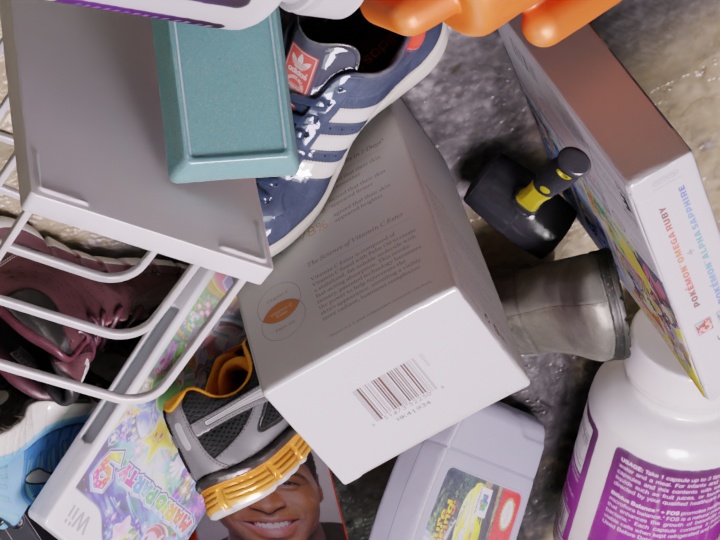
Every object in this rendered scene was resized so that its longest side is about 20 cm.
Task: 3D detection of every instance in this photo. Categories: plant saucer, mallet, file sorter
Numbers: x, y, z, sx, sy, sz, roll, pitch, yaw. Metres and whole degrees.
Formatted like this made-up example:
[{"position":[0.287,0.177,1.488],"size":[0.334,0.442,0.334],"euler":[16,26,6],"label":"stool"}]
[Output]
[{"position":[-0.075,-0.146,1.274],"size":[0.070,0.201,0.019],"euler":[-5,169,-15],"label":"plant saucer"},{"position":[0.097,-0.054,1.413],"size":[0.041,0.066,0.200],"euler":[-53,174,-9],"label":"mallet"},{"position":[-0.150,-0.049,1.324],"size":[0.139,0.200,0.125],"euler":[19,128,-28],"label":"file sorter"}]

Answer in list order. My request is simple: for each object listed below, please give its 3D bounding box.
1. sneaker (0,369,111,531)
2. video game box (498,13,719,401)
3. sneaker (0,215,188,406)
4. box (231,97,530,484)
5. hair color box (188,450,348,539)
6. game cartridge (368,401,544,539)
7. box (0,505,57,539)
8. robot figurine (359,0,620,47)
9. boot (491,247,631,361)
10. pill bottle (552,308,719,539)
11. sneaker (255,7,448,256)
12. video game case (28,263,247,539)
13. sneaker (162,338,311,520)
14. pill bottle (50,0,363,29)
[{"position":[-0.209,0.106,1.452],"size":[0.200,0.078,0.090],"euler":[-16,127,-57],"label":"sneaker"},{"position":[0.152,-0.050,1.400],"size":[0.047,0.200,0.182],"euler":[-26,133,-3],"label":"video game box"},{"position":[-0.156,0.044,1.457],"size":[0.200,0.116,0.076],"euler":[15,125,-26],"label":"sneaker"},{"position":[0.000,0.000,1.403],"size":[0.124,0.200,0.098],"euler":[-29,133,11],"label":"box"},{"position":[-0.061,0.186,1.550],"size":[0.101,0.200,0.061],"euler":[0,130,-16],"label":"hair color box"},{"position":[0.053,0.177,1.589],"size":[0.133,0.041,0.201],"euler":[24,82,-52],"label":"game cartridge"},{"position":[-0.286,0.140,1.531],"size":[0.141,0.079,0.200],"euler":[-23,133,0],"label":"box"},{"position":[0.082,-0.200,1.290],"size":[0.200,0.144,0.117],"euler":[-35,164,-10],"label":"robot figurine"},{"position":[0.082,0.033,1.479],"size":[0.130,0.200,0.068],"euler":[-11,90,-10],"label":"boot"},{"position":[0.199,0.119,1.623],"size":[0.112,0.112,0.200],"euler":[-1,131,-14],"label":"pill bottle"},{"position":[-0.033,-0.092,1.353],"size":[0.200,0.075,0.085],"euler":[-53,158,-8],"label":"sneaker"},{"position":[-0.109,0.091,1.478],"size":[0.200,0.018,0.143],"euler":[-57,149,-13],"label":"video game case"},{"position":[-0.048,0.068,1.469],"size":[0.078,0.200,0.077],"euler":[-32,98,34],"label":"sneaker"},{"position":[-0.093,-0.179,1.201],"size":[0.200,0.112,0.112],"euler":[7,128,-27],"label":"pill bottle"}]
